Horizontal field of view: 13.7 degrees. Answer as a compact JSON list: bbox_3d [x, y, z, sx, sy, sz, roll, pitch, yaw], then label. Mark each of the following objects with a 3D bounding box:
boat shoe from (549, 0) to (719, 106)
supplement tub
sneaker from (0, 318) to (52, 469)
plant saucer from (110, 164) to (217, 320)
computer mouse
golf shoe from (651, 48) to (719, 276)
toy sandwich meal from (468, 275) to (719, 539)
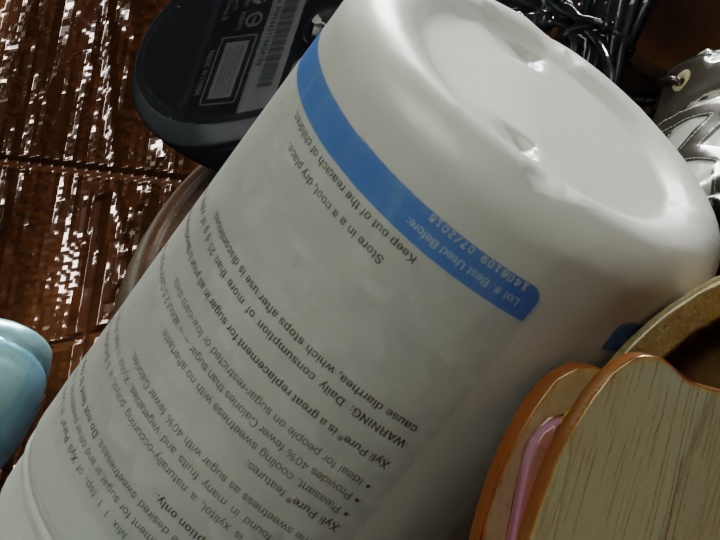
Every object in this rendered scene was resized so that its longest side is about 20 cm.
[{"bbox_3d":[0.134,-0.132,1.073,0.200,0.070,0.070,-44,6,-28],"label":"boat shoe"},{"bbox_3d":[-0.002,0.028,0.865,0.200,0.131,0.132,-51,37,22],"label":"supplement tub"},{"bbox_3d":[-0.194,0.027,1.064,0.199,0.074,0.082,20,52,25],"label":"sneaker"},{"bbox_3d":[0.000,0.000,1.027,0.199,0.035,0.201,-13,44,13],"label":"plant saucer"},{"bbox_3d":[0.013,-0.064,1.014,0.199,0.053,0.139,1,57,33],"label":"computer mouse"},{"bbox_3d":[0.116,-0.019,0.972,0.199,0.078,0.094,-32,37,-23],"label":"golf shoe"},{"bbox_3d":[0.128,0.084,0.783,0.204,0.206,0.070,-23,2,1],"label":"toy sandwich meal"}]
